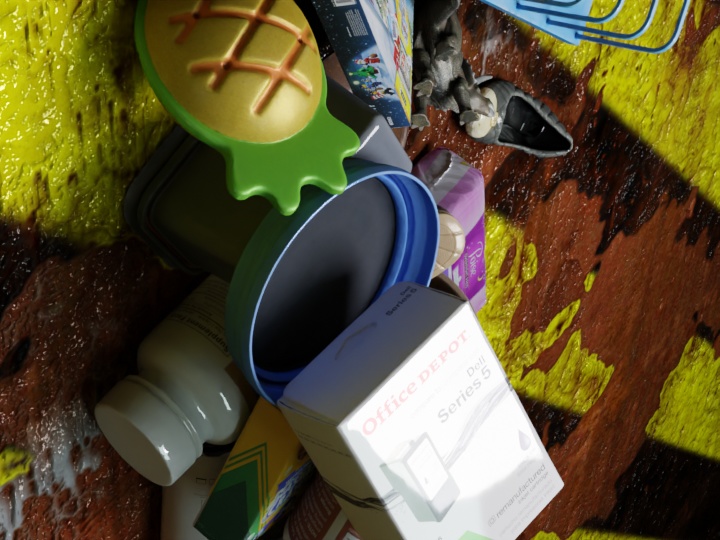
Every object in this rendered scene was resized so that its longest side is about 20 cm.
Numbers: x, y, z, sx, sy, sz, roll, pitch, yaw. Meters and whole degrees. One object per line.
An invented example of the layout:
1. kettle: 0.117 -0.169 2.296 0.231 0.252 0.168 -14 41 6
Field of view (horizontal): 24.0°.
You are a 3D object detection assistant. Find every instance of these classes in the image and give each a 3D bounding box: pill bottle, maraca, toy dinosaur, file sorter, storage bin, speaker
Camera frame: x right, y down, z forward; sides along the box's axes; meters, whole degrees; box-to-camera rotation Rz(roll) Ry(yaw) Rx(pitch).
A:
1. pill bottle: 0.002 0.212 1.450 0.112 0.112 0.201 -18 145 -53
2. maraca: -0.080 -0.132 1.194 0.136 0.201 0.107 -25 168 -30
3. pill bottle: -0.120 0.078 1.404 0.200 0.114 0.115 -45 150 -27
4. toy dinosaur: 0.068 -0.193 1.516 0.201 0.076 0.103 66 13 -45
5. file sorter: 0.186 -0.275 1.429 0.199 0.122 0.140 15 93 -48
6. storage bin: -0.059 -0.063 1.324 0.200 0.134 0.146 -50 146 -9
7. speaker: -0.141 0.211 1.538 0.081 0.081 0.201 -34 143 -40

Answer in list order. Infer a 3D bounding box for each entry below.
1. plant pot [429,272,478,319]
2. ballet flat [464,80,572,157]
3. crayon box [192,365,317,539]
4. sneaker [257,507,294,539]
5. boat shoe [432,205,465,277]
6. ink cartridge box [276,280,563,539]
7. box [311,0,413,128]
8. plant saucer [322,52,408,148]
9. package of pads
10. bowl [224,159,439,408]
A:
1. plant pot: 0.015 0.118 1.615 0.200 0.200 0.199 -48 159 -23
2. ballet flat: 0.162 -0.153 1.727 0.199 0.057 0.067 1 115 -60
3. crayon box: -0.055 0.137 1.414 0.126 0.051 0.201 -36 159 -51
4. sneaker: -0.085 0.213 1.607 0.075 0.088 0.200 -36 171 3
5. boat shoe: 0.000 0.000 1.534 0.199 0.065 0.072 -29 108 4
6. ink cartridge box: 0.049 0.133 1.294 0.145 0.084 0.201 -43 122 -22
7. box: 0.003 -0.221 1.327 0.200 0.037 0.138 62 26 -59
8. plant saucer: -0.016 -0.103 1.496 0.200 0.034 0.201 -42 149 -33
9. package of pads: 0.069 -0.013 1.684 0.120 0.075 0.201 -43 149 -27
10. bowl: -0.021 0.009 1.274 0.200 0.039 0.202 -32 139 -33
